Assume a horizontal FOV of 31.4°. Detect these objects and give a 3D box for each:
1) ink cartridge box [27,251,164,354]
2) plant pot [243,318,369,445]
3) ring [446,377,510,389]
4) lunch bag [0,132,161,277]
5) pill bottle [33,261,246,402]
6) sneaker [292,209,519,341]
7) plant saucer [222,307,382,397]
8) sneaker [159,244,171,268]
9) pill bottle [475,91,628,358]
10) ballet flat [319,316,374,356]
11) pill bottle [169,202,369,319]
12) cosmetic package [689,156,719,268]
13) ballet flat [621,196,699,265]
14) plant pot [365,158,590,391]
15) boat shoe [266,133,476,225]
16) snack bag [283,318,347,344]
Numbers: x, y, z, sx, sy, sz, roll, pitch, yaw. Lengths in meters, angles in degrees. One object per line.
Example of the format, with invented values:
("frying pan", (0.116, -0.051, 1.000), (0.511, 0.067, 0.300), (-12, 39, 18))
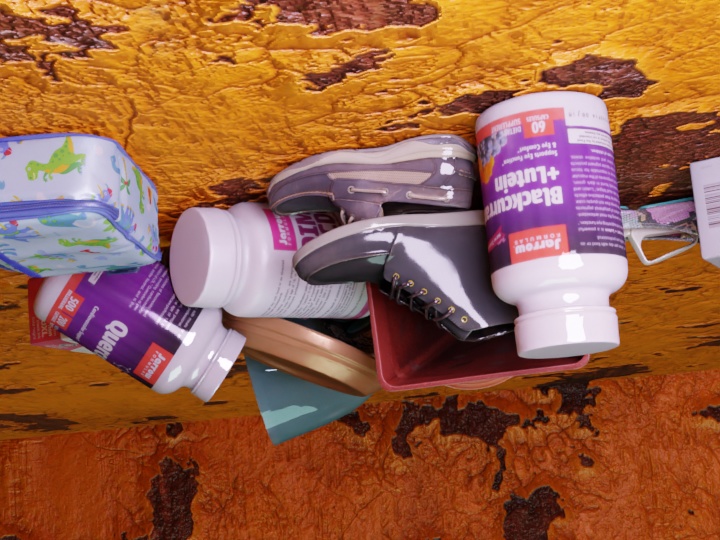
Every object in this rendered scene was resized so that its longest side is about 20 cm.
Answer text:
("ink cartridge box", (-0.267, 0.042, 1.508), (0.199, 0.085, 0.145), (-10, 168, 23))
("plant pot", (-0.064, 0.113, 1.701), (0.160, 0.202, 0.201), (-16, 169, -2))
("ring", (0.138, 0.041, 1.466), (0.199, 0.202, 0.019), (-1, -164, -21))
("lunch bag", (-0.263, -0.050, 1.084), (0.160, 0.083, 0.200), (-3, 167, 4))
("pill bottle", (-0.218, 0.047, 1.284), (0.199, 0.113, 0.112), (33, 161, -6))
("sneaker", (0.045, 0.012, 1.098), (0.199, 0.107, 0.075), (-8, 164, -5))
("plant saucer", (-0.061, 0.091, 1.372), (0.199, 0.038, 0.200), (21, 169, 4))
("sneaker", (-0.122, -0.010, 1.390), (0.199, 0.068, 0.090), (-1, 175, -20))
("pill bottle", (0.157, -0.034, 1.039), (0.111, 0.201, 0.111), (-5, 168, -1))
("ballet flat", (0.011, 0.071, 1.473), (0.068, 0.075, 0.200), (-38, -167, -14))
("pill bottle", (-0.080, -0.009, 1.271), (0.199, 0.114, 0.113), (2, 167, -33))
("cosmetic package", (0.403, -0.050, 1.319), (0.074, 0.102, 0.200), (-10, 168, 29))
("ballet flat", (0.296, -0.040, 1.391), (0.198, 0.072, 0.069), (-5, 169, -1))
("plant pot", (0.124, 0.001, 1.251), (0.198, 0.201, 0.176), (-8, 178, 17))
("boat shoe", (0.007, -0.067, 1.129), (0.199, 0.074, 0.074), (-11, 167, 24))
("snack bag", (-0.067, 0.077, 1.479), (0.199, 0.022, 0.188), (16, 169, 29))
